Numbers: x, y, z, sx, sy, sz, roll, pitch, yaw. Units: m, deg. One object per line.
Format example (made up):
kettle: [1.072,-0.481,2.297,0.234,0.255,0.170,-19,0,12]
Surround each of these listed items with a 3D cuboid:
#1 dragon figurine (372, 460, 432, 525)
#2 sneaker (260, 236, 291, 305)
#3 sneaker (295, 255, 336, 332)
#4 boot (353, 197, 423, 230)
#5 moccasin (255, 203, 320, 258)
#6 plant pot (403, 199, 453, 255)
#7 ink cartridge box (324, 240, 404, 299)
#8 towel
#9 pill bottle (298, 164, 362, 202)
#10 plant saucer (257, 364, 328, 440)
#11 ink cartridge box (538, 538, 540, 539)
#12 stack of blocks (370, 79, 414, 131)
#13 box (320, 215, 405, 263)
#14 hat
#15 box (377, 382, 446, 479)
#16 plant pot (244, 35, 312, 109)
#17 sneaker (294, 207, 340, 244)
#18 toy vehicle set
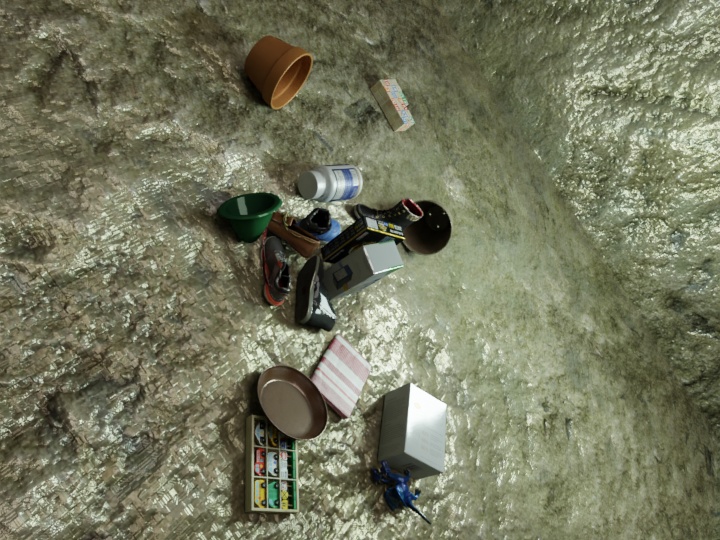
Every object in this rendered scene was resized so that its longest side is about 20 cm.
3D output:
dragon figurine: [0.102,0.575,1.515,0.099,0.059,0.202,-15,77,-50]
sneaker: [-0.207,-0.010,1.548,0.077,0.082,0.202,16,52,-39]
sneaker: [-0.115,0.065,1.617,0.106,0.074,0.202,29,56,-37]
boot: [0.092,-0.186,1.926,0.199,0.150,0.074,31,46,-30]
moccasin: [-0.197,-0.120,1.611,0.201,0.078,0.074,40,22,6]
plant pot: [0.250,-0.166,2.081,0.188,0.186,0.200,57,25,-1]
ink cartridge box: [0.000,0.000,1.671,0.145,0.199,0.088,-14,79,-50]
towel: [-0.052,0.278,1.577,0.144,0.023,0.201,46,39,-12]
pill bottle: [-0.093,-0.266,1.814,0.199,0.111,0.112,-15,77,-50]
plant saucer: [-0.165,0.315,1.391,0.199,0.037,0.201,33,29,-21]
ink cartridge box: [0.512,0.903,1.754,0.200,0.039,0.100,-33,91,-50]
stack of blocks: [0.136,-0.654,2.349,0.115,0.058,0.202,-23,83,-51]
box: [0.007,-0.078,1.728,0.159,0.199,0.050,10,57,-43]
hat: [-0.281,-0.088,1.556,0.200,0.164,0.178,-60,150,-58]
box: [0.144,0.437,1.611,0.152,0.106,0.202,34,45,-26]
plant pot: [-0.261,-0.619,1.818,0.140,0.201,0.200,39,40,3]
sneaker: [-0.103,-0.132,1.715,0.199,0.111,0.077,-8,71,-49]
toy vehicle set: [-0.196,0.431,1.319,0.123,0.026,0.202,20,53,-38]
